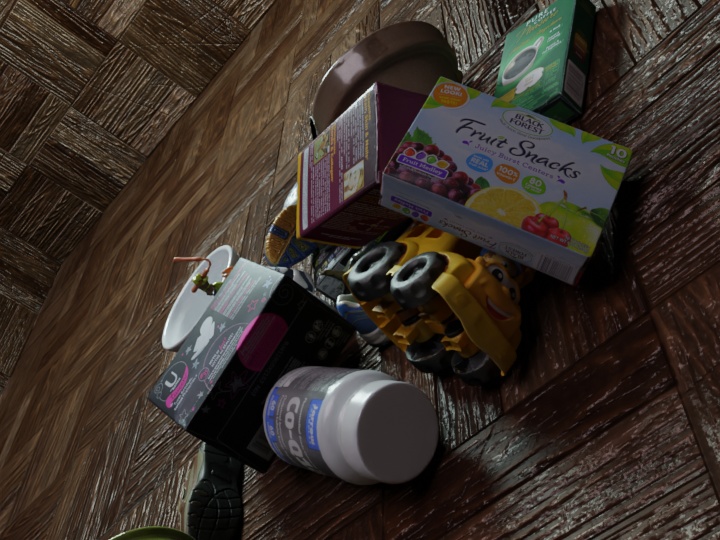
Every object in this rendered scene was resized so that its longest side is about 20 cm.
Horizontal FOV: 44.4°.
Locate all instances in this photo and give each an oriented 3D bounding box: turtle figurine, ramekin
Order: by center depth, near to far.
[{"bbox_3d":[-0.197,0.055,1.358,0.064,0.199,0.162,154,125,-72],"label":"turtle figurine"},{"bbox_3d":[-0.238,0.067,1.485,0.200,0.098,0.201,-43,25,27],"label":"ramekin"}]

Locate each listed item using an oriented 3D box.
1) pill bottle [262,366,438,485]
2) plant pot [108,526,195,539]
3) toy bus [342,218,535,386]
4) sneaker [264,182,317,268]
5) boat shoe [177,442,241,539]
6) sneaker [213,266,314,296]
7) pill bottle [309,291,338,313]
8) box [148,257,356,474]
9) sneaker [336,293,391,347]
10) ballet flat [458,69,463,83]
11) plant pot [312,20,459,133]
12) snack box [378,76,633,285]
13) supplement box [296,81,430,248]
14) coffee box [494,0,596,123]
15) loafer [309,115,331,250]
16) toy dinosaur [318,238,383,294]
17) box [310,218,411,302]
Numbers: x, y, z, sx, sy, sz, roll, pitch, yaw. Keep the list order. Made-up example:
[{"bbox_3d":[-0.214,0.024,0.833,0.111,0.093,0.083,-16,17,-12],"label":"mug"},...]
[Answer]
[{"bbox_3d":[-0.013,0.158,0.910,0.200,0.114,0.114,-8,52,60],"label":"pill bottle"},{"bbox_3d":[-0.189,0.390,0.894,0.190,0.200,0.201,12,69,51],"label":"plant pot"},{"bbox_3d":[0.109,0.001,0.890,0.192,0.136,0.200,-45,21,-17],"label":"toy bus"},{"bbox_3d":[-0.089,-0.075,1.329,0.200,0.075,0.088,-62,10,-30],"label":"sneaker"},{"bbox_3d":[-0.199,0.304,1.143,0.074,0.075,0.200,-52,15,21],"label":"boat shoe"},{"bbox_3d":[-0.161,0.077,1.252,0.200,0.129,0.080,-62,22,19],"label":"sneaker"},{"bbox_3d":[-0.115,0.121,1.160,0.201,0.109,0.109,-60,24,-10],"label":"pill bottle"},{"bbox_3d":[-0.125,0.108,1.027,0.115,0.132,0.200,21,75,53],"label":"box"},{"bbox_3d":[0.052,-0.003,1.043,0.200,0.077,0.076,-53,22,3],"label":"sneaker"},{"bbox_3d":[0.079,-0.217,1.261,0.200,0.071,0.071,-31,19,-15],"label":"ballet flat"},{"bbox_3d":[0.067,-0.178,1.094,0.200,0.200,0.175,-45,63,23],"label":"plant pot"},{"bbox_3d":[0.136,-0.088,0.828,0.053,0.199,0.143,98,-162,-55],"label":"snack box"},{"bbox_3d":[0.007,-0.107,0.964,0.200,0.085,0.111,-29,58,58],"label":"supplement box"},{"bbox_3d":[0.220,-0.241,1.070,0.123,0.044,0.201,-30,35,44],"label":"coffee box"},{"bbox_3d":[-0.055,-0.129,1.238,0.075,0.069,0.201,-150,65,-68],"label":"loafer"},{"bbox_3d":[0.000,0.000,1.119,0.088,0.047,0.200,-46,-13,-4],"label":"toy dinosaur"},{"bbox_3d":[0.002,-0.080,1.281,0.200,0.047,0.193,-49,22,18],"label":"box"}]
